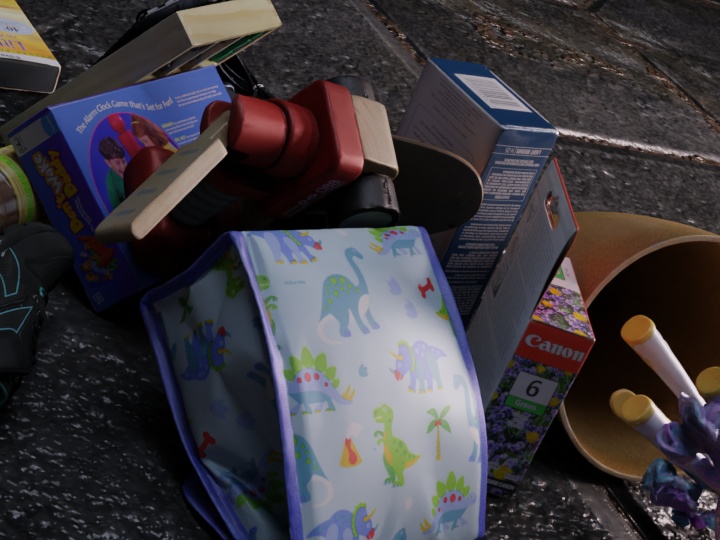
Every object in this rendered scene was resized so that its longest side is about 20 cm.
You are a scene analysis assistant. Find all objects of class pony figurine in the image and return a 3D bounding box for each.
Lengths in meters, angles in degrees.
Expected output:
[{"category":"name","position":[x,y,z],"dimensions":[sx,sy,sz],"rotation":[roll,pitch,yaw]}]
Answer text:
[{"category":"pony figurine","position":[0.254,0.138,0.906],"dimensions":[0.200,0.166,0.193],"rotation":[47,-1,-23]}]

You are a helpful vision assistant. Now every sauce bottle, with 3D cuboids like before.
[{"category":"sauce bottle","position":[-0.219,-0.068,0.994],"dimensions":[0.064,0.065,0.200],"rotation":[31,29,13]}]

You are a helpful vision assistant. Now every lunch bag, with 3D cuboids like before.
[{"category":"lunch bag","position":[-0.017,0.084,0.826],"dimensions":[0.169,0.127,0.201],"rotation":[-6,68,-44]}]

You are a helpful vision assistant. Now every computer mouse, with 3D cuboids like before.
[{"category":"computer mouse","position":[-0.152,-0.174,1.262],"dimensions":[0.199,0.046,0.140],"rotation":[-8,42,-47]}]

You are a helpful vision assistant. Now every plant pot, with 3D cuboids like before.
[{"category":"plant pot","position":[0.190,0.032,1.059],"dimensions":[0.185,0.188,0.200],"rotation":[12,15,-24]}]

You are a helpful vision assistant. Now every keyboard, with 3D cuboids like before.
[{"category":"keyboard","position":[-0.175,-0.181,1.073],"dimensions":[0.104,0.200,0.040],"rotation":[-29,94,-35]}]

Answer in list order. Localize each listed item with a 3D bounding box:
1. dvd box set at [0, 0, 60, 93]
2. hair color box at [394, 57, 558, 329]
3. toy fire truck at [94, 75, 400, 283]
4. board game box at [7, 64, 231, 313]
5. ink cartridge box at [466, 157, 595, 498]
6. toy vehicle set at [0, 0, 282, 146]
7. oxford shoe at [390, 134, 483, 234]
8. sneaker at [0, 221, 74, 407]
[{"category":"dvd box set","position":[-0.359,-0.220,1.193],"dimensions":[0.145,0.030,0.200],"rotation":[3,33,-37]},{"category":"hair color box","position":[0.059,-0.044,1.029],"dimensions":[0.060,0.201,0.100],"rotation":[1,35,-37]},{"category":"toy fire truck","position":[-0.095,-0.046,0.854],"dimensions":[0.199,0.175,0.130],"rotation":[12,59,-45]},{"category":"board game box","position":[-0.144,-0.065,0.997],"dimensions":[0.200,0.045,0.135],"rotation":[-29,94,-58]},{"category":"ink cartridge box","position":[0.114,0.039,0.923],"dimensions":[0.050,0.201,0.109],"rotation":[18,27,-11]},{"category":"toy vehicle set","position":[-0.168,-0.147,1.056],"dimensions":[0.124,0.199,0.027],"rotation":[-30,94,-57]},{"category":"oxford shoe","position":[0.001,-0.068,0.989],"dimensions":[0.199,0.072,0.071],"rotation":[6,18,26]},{"category":"sneaker","position":[-0.221,0.041,0.808],"dimensions":[0.079,0.076,0.200],"rotation":[38,36,3]}]
